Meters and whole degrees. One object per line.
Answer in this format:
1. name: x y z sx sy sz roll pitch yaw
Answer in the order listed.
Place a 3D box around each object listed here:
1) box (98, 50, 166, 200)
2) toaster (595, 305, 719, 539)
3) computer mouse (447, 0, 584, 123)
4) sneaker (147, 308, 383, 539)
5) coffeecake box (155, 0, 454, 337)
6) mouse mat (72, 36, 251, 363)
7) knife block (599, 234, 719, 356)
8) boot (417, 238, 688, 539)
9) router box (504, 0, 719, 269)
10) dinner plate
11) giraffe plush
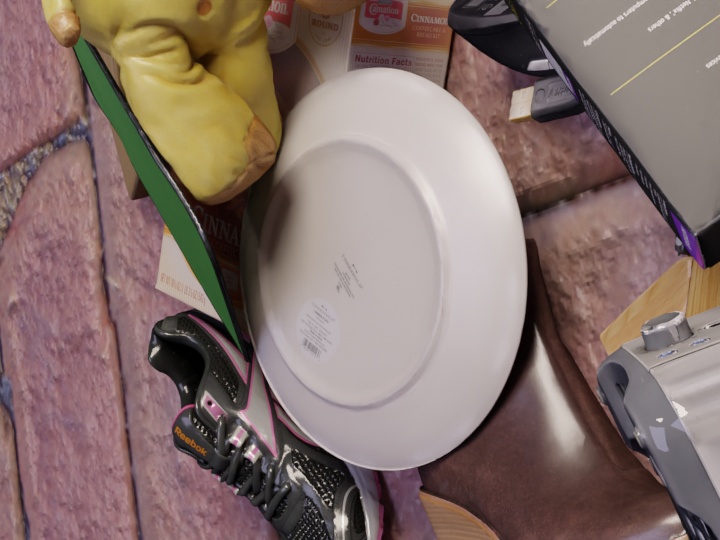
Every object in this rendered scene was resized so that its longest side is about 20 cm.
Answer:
1. box: -0.148 -0.137 1.068 0.200 0.021 0.164 147 109 -79
2. toaster: 0.180 0.089 0.618 0.200 0.129 0.114 64 -178 -5
3. computer mouse: 0.101 -0.096 0.766 0.200 0.140 0.046 3 129 49
4. sneaker: -0.065 0.101 1.004 0.200 0.086 0.080 55 132 35
5. coffeecake box: -0.034 -0.067 0.971 0.153 0.073 0.201 23 108 50
6. mouse mat: -0.112 -0.056 0.914 0.200 0.008 0.161 59 171 21
7. knife block: 0.186 0.019 0.699 0.176 0.064 0.200 -48 55 42
8. boot: 0.087 0.067 0.819 0.200 0.072 0.167 -17 79 54
9. router box: 0.163 -0.119 0.635 0.200 0.051 0.149 -35 69 6
10. dinner plate: 0.000 0.000 0.863 0.200 0.024 0.201 5 96 46
11. giraffe plush: -0.060 -0.155 0.843 0.162 0.200 0.173 -35 43 8
